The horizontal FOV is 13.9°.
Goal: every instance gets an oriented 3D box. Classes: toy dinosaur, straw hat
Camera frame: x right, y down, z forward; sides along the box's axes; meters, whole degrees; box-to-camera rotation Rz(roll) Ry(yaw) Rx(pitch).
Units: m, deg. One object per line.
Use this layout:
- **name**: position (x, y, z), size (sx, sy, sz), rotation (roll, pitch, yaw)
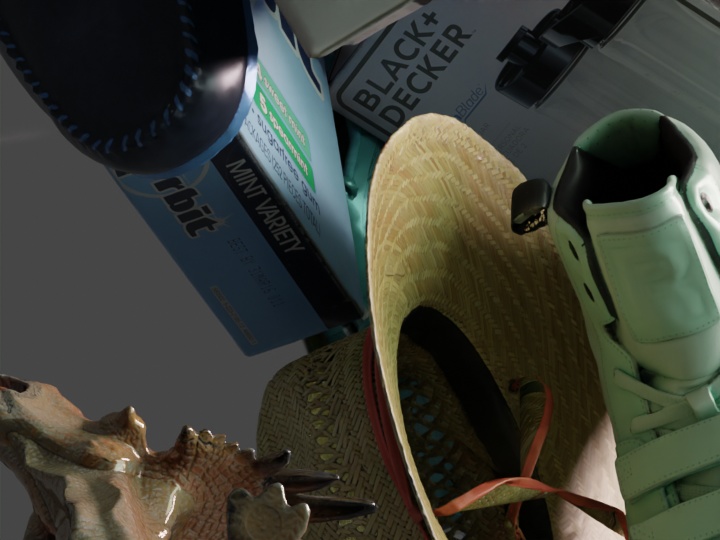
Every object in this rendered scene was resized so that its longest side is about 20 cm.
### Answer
- **toy dinosaur**: position (-0.030, 0.111, 0.647), size (0.136, 0.086, 0.200), rotation (-2, 78, -83)
- **straw hat**: position (0.017, 0.062, 0.872), size (0.201, 0.085, 0.201), rotation (45, 34, -43)

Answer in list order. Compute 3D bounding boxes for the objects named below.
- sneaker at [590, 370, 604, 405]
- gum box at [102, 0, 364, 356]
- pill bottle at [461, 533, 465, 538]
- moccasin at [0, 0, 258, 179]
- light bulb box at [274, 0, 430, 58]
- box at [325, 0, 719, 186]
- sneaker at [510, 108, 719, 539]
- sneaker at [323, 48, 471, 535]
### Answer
- **sneaker**: position (0.078, 0.109, 1.001), size (0.085, 0.073, 0.200), rotation (-115, -161, -65)
- **gum box**: position (-0.060, -0.102, 0.906), size (0.170, 0.044, 0.200), rotation (56, 20, -48)
- **pill bottle**: position (0.092, 0.085, 1.099), size (0.111, 0.111, 0.200), rotation (-84, 151, -62)
- **moccasin**: position (-0.094, -0.110, 0.753), size (0.200, 0.080, 0.068), rotation (60, 13, 24)
- **light bulb box**: position (-0.007, -0.170, 0.769), size (0.200, 0.125, 0.198), rotation (59, 5, -3)
- **box**: position (0.101, -0.056, 0.974), size (0.200, 0.117, 0.060), rotation (33, 38, -10)
- **sneaker**: position (0.092, 0.042, 0.847), size (0.201, 0.074, 0.118), rotation (-97, 160, -47)
- **sneaker**: position (0.000, 0.000, 0.988), size (0.080, 0.077, 0.200), rotation (21, 42, -48)
